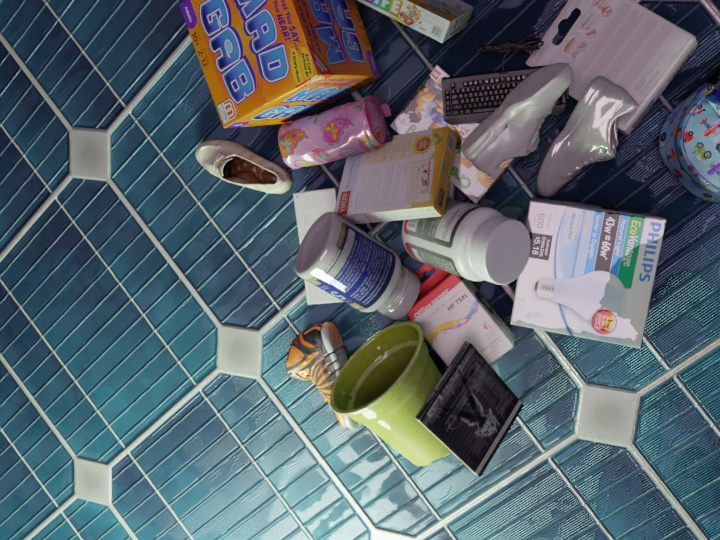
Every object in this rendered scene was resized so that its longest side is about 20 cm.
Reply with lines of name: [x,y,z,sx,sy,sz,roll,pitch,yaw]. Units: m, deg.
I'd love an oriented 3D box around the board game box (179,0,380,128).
board game box: [-0.123,-0.364,1.003,0.197,0.199,0.203,-17,95,32]

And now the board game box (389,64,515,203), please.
board game box: [0.162,-0.227,1.052,0.200,0.035,0.127,42,107,6]

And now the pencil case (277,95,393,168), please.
pencil case: [-0.045,-0.233,1.067,0.197,0.087,0.089,-10,97,31]

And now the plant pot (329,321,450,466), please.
plant pot: [0.079,0.225,1.075,0.199,0.201,0.185,-35,109,18]

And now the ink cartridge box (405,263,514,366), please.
ink cartridge box: [0.160,0.078,1.087,0.116,0.067,0.201,-41,86,18]

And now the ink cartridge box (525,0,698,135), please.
ink cartridge box: [0.384,-0.334,0.977,0.200,0.050,0.162,44,109,24]

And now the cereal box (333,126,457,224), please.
cereal box: [0.054,-0.152,1.029,0.197,0.039,0.146,-1,67,37]

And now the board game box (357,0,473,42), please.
board game box: [0.069,-0.431,0.992,0.198,0.135,0.035,30,128,9]

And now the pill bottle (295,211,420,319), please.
pill bottle: [0.000,0.000,1.059,0.198,0.120,0.120,30,109,-25]

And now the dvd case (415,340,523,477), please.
dvd case: [0.186,0.232,1.040,0.200,0.016,0.150,46,73,-32]

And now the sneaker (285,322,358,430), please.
sneaker: [-0.072,0.205,1.179,0.110,0.077,0.204,-19,83,22]

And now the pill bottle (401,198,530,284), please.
pill bottle: [0.164,-0.049,0.990,0.199,0.112,0.116,25,111,54]

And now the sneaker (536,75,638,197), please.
sneaker: [0.344,-0.184,0.959,0.088,0.075,0.202,38,130,20]

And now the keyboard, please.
keyboard: [0.227,-0.305,0.997,0.196,0.021,0.130,-3,96,13]

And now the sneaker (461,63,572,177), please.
sneaker: [0.254,-0.226,0.967,0.088,0.076,0.199,39,122,-17]

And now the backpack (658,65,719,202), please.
backpack: [0.544,-0.200,0.899,0.199,0.134,0.183,-41,86,21]

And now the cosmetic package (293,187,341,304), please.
cosmetic package: [-0.065,-0.044,1.140,0.081,0.051,0.204,-4,98,13]

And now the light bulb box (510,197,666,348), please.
light bulb box: [0.351,-0.003,0.990,0.196,0.125,0.202,9,102,15]

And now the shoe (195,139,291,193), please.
shoe: [-0.222,-0.194,1.157,0.197,0.053,0.071,20,104,12]
